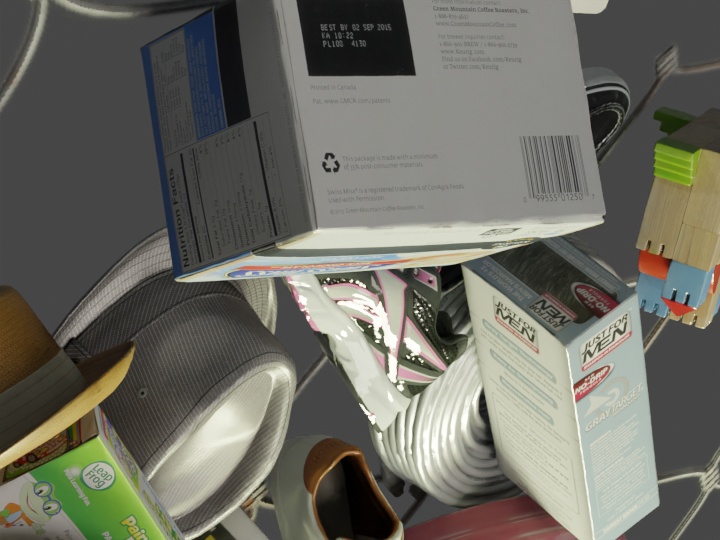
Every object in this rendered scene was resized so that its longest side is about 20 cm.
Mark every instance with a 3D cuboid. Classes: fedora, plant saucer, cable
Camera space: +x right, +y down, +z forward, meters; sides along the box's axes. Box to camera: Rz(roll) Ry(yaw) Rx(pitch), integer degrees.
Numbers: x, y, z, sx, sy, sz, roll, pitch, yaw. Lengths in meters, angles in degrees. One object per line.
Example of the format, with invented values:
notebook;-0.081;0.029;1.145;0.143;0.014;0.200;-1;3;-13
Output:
fedora;-0.213;0.063;1.137;0.200;0.200;0.082;-32;98;-24
fedora;-0.102;0.080;1.284;0.200;0.090;0.177;-49;143;-3
plant saucer;0.080;0.196;1.538;0.200;0.051;0.201;-15;165;-4
cable;0.090;0.061;1.485;0.200;0.069;0.200;-40;142;-14

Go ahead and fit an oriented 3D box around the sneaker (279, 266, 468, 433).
sneaker;0.000;0.000;1.313;0.086;0.080;0.200;-33;135;-3

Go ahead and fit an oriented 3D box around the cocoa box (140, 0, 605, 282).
cocoa box;0.006;-0.072;1.184;0.200;0.131;0.134;-4;81;-38

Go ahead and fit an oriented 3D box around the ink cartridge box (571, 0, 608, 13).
ink cartridge box;0.072;-0.209;1.242;0.200;0.067;0.117;-1;122;-45

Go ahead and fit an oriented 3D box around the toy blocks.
toy blocks;0.224;-0.027;1.499;0.200;0.100;0.137;-28;135;-67

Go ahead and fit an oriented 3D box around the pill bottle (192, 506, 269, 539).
pill bottle;-0.133;0.229;1.360;0.200;0.111;0.111;-43;142;-11

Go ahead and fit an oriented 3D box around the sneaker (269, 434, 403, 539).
sneaker;-0.004;0.202;1.412;0.073;0.085;0.201;-19;95;-28

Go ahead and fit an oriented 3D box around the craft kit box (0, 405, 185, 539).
craft kit box;-0.184;0.193;1.232;0.197;0.049;0.200;-25;121;4

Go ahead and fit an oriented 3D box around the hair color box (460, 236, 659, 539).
hair color box;0.126;0.072;1.394;0.061;0.099;0.200;-34;139;-19

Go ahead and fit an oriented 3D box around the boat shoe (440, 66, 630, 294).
boat shoe;0.102;-0.053;1.403;0.200;0.068;0.072;-34;140;-21
